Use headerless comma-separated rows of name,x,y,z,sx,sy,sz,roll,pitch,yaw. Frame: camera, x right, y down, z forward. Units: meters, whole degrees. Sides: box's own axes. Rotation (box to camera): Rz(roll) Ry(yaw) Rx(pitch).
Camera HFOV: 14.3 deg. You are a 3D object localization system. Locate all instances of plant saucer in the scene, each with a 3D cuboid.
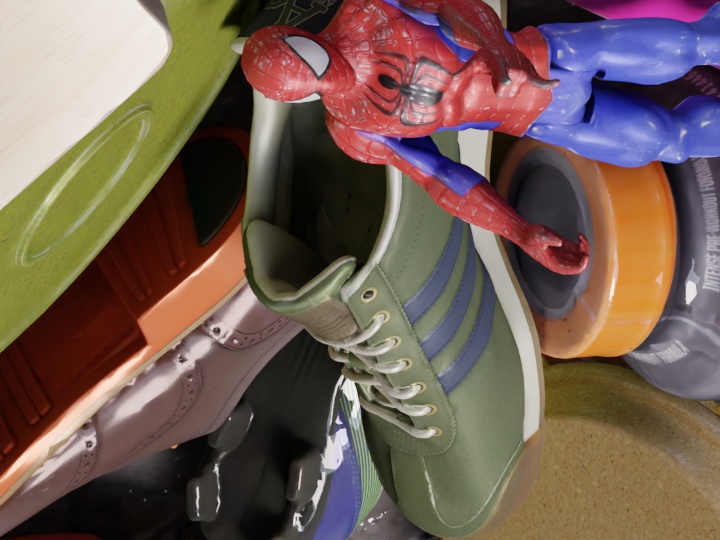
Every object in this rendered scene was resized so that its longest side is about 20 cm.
plant saucer,-0.084,-0.031,0.774,0.200,0.031,0.200,-50,175,-6

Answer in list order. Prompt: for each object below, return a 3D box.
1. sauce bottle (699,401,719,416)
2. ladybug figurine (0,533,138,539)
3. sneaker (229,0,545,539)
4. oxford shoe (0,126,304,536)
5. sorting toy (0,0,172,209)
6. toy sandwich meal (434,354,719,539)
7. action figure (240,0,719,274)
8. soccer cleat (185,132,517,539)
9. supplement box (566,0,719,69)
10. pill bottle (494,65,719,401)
sauce bottle,0.129,0.038,1.037,0.066,0.066,0.201,-3,125,-30
ladybug figurine,-0.071,0.140,0.941,0.199,0.136,0.072,13,127,-31
sneaker,0.000,0.000,0.835,0.090,0.067,0.202,-31,126,-44
oxford shoe,-0.085,0.046,0.893,0.200,0.071,0.072,-39,133,12
sorting toy,-0.172,-0.038,0.613,0.200,0.070,0.199,-40,122,11
toy sandwich meal,0.103,0.111,0.990,0.070,0.205,0.206,-22,140,-40
action figure,0.068,-0.038,0.756,0.199,0.099,0.066,3,119,-24
soccer cleat,0.007,0.011,0.950,0.201,0.065,0.084,-61,162,21
supplement box,0.060,-0.142,0.798,0.199,0.104,0.101,18,118,-43
pill bottle,0.141,-0.016,0.901,0.199,0.106,0.107,-4,130,-27
